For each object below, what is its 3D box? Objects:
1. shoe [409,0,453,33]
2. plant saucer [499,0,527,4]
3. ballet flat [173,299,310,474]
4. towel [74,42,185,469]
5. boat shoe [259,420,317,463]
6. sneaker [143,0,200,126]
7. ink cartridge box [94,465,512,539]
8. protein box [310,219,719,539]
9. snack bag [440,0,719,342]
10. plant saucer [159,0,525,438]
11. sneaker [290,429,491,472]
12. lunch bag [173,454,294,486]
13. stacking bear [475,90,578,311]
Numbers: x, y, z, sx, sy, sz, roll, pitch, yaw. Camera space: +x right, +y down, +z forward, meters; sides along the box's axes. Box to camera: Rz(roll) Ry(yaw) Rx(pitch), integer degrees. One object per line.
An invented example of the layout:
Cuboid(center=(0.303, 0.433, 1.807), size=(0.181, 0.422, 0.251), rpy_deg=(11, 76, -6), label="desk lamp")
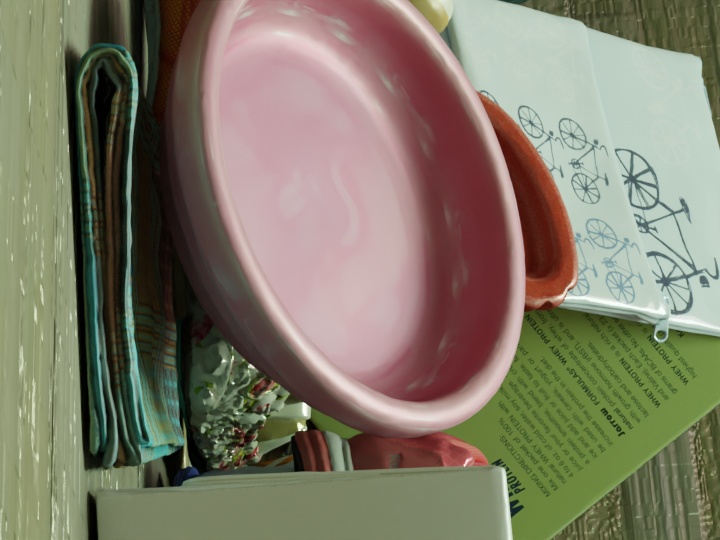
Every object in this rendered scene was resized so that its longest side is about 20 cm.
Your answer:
Cuboid(center=(-0.012, -0.181, 1.077), size=(0.200, 0.053, 0.070), rpy_deg=(47, 1, 37), label="shoe")
Cuboid(center=(0.033, -0.226, 1.180), size=(0.200, 0.036, 0.200), rpy_deg=(42, -15, 14), label="plant saucer")
Cuboid(center=(-0.052, 0.060, 1.043), size=(0.200, 0.064, 0.076), rpy_deg=(106, -19, -78), label="ballet flat")
Cuboid(center=(-0.084, 0.000, 0.856), size=(0.200, 0.022, 0.147), rpy_deg=(85, 2, -86), label="towel")
Cuboid(center=(-0.047, 0.145, 1.178), size=(0.072, 0.072, 0.201), rpy_deg=(89, -1, -51), label="boat shoe")
Cuboid(center=(-0.054, -0.087, 0.999), size=(0.073, 0.077, 0.201), rpy_deg=(9, 63, -44), label="sneaker")
Cuboid(center=(-0.012, 0.178, 0.802), size=(0.147, 0.144, 0.201), rpy_deg=(82, 4, -78), label="ink cartridge box")
Cuboid(center=(0.072, 0.037, 1.241), size=(0.199, 0.200, 0.135), rpy_deg=(51, 3, -1), label="protein box")
Cuboid(center=(0.130, -0.052, 1.160), size=(0.021, 0.199, 0.189), rpy_deg=(-39, -128, 41), label="snack bag")
Cuboid(center=(-0.011, -0.028, 0.901), size=(0.200, 0.051, 0.201), rpy_deg=(29, 51, -43), label="plant saucer")
Cuboid(center=(0.025, 0.112, 1.011), size=(0.200, 0.086, 0.074), rpy_deg=(57, 27, -77), label="sneaker")
Cuboid(center=(-0.047, 0.184, 0.990), size=(0.161, 0.075, 0.200), rpy_deg=(79, 5, -48), label="lunch bag")
Cuboid(center=(0.000, 0.000, 1.079), size=(0.200, 0.121, 0.114), rpy_deg=(136, -50, -56), label="stacking bear")
